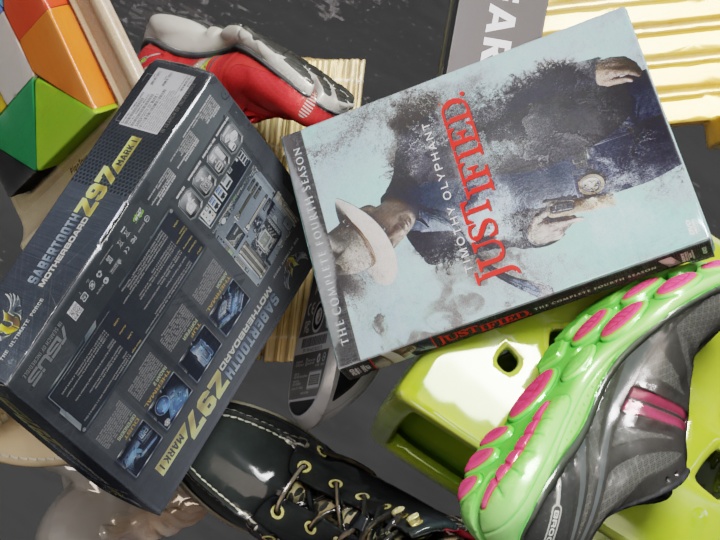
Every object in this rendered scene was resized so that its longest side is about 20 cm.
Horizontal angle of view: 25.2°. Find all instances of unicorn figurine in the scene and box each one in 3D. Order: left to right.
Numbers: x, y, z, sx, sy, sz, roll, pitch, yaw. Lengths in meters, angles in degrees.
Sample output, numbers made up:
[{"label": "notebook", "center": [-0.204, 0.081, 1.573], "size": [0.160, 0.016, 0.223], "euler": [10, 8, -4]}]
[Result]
[{"label": "unicorn figurine", "center": [-0.170, 0.145, 0.965], "size": [0.137, 0.074, 0.200], "euler": [35, 66, -5]}]

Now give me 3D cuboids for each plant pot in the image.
[{"label": "plant pot", "center": [0.138, 0.065, 0.929], "size": [0.199, 0.200, 0.182], "euler": [32, 76, 3]}]

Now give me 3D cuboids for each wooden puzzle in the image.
[{"label": "wooden puzzle", "center": [-0.202, -0.130, 0.956], "size": [0.037, 0.185, 0.200], "euler": [-16, 80, -38]}]

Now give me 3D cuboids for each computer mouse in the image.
[{"label": "computer mouse", "center": [0.000, 0.000, 0.957], "size": [0.044, 0.110, 0.200], "euler": [15, 79, -20]}]

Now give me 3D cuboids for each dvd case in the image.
[{"label": "dvd case", "center": [0.067, -0.041, 0.840], "size": [0.200, 0.022, 0.146], "euler": [-20, 64, 12]}]

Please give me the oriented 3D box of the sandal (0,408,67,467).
[{"label": "sandal", "center": [-0.231, 0.064, 0.906], "size": [0.212, 0.070, 0.078], "euler": [12, 85, 4]}]

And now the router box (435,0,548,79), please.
[{"label": "router box", "center": [0.082, -0.169, 0.952], "size": [0.052, 0.157, 0.200], "euler": [10, 94, 0]}]

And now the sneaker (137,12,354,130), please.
[{"label": "sneaker", "center": [-0.077, -0.096, 0.958], "size": [0.077, 0.200, 0.085], "euler": [29, 84, -36]}]

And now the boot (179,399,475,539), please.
[{"label": "boot", "center": [-0.008, 0.138, 0.911], "size": [0.204, 0.154, 0.074], "euler": [35, 76, -16]}]

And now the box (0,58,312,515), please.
[{"label": "box", "center": [-0.111, 0.011, 0.875], "size": [0.051, 0.158, 0.200], "euler": [18, 68, 36]}]

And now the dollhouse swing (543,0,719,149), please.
[{"label": "dollhouse swing", "center": [0.204, -0.183, 0.978], "size": [0.176, 0.182, 0.200], "euler": [-3, 84, -12]}]

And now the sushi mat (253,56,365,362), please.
[{"label": "sushi mat", "center": [-0.053, -0.041, 1.024], "size": [0.096, 0.012, 0.200], "euler": [6, 83, -1]}]

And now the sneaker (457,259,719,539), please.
[{"label": "sneaker", "center": [0.129, 0.072, 0.798], "size": [0.200, 0.077, 0.084], "euler": [-47, 106, -19]}]
